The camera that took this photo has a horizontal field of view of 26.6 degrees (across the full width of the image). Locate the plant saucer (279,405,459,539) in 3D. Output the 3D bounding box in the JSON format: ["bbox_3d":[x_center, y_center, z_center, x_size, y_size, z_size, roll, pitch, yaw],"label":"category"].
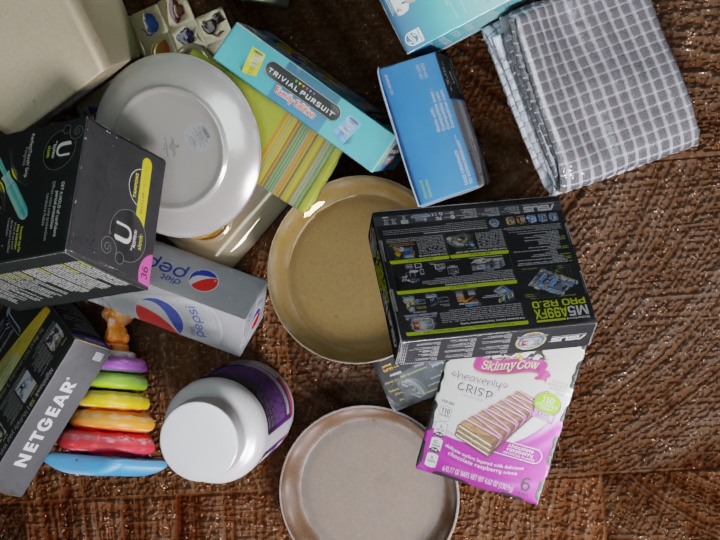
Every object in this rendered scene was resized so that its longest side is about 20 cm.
[{"bbox_3d":[0.011,0.245,1.680,0.200,0.032,0.200,1,96,11],"label":"plant saucer"}]

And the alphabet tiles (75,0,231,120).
[{"bbox_3d":[-0.223,-0.207,1.693,0.200,0.006,0.166,-23,91,12],"label":"alphabet tiles"}]

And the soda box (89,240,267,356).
[{"bbox_3d":[-0.207,0.020,1.669,0.200,0.068,0.063,20,136,7],"label":"soda box"}]

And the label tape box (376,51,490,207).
[{"bbox_3d":[0.075,-0.143,1.547,0.066,0.200,0.143,-18,92,9],"label":"label tape box"}]

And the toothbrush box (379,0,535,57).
[{"bbox_3d":[0.126,-0.298,1.552,0.200,0.146,0.085,-28,90,10],"label":"toothbrush box"}]

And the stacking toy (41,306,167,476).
[{"bbox_3d":[-0.276,0.127,1.695,0.116,0.110,0.200,0,83,27],"label":"stacking toy"}]

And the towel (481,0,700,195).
[{"bbox_3d":[0.237,-0.194,1.552,0.166,0.086,0.200,-21,90,-9],"label":"towel"}]

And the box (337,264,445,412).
[{"bbox_3d":[0.098,0.042,1.637,0.200,0.050,0.158,-23,91,11],"label":"box"}]

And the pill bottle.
[{"bbox_3d":[-0.144,0.162,1.614,0.111,0.200,0.111,1,95,10],"label":"pill bottle"}]

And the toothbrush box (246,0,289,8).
[{"bbox_3d":[-0.179,-0.337,1.603,0.200,0.146,0.086,10,97,10],"label":"toothbrush box"}]

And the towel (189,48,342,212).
[{"bbox_3d":[-0.117,-0.149,1.625,0.200,0.018,0.086,33,96,9],"label":"towel"}]

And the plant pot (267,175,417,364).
[{"bbox_3d":[0.000,0.000,1.612,0.200,0.027,0.200,-2,82,16],"label":"plant pot"}]

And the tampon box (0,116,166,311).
[{"bbox_3d":[-0.323,-0.055,1.588,0.200,0.126,0.150,-8,67,34],"label":"tampon box"}]

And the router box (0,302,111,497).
[{"bbox_3d":[-0.372,0.122,1.682,0.200,0.052,0.157,-57,43,11],"label":"router box"}]

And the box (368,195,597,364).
[{"bbox_3d":[0.119,0.008,1.524,0.200,0.044,0.160,-6,57,-10],"label":"box"}]

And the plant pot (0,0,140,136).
[{"bbox_3d":[-0.351,-0.255,1.623,0.200,0.200,0.177,-34,98,13],"label":"plant pot"}]

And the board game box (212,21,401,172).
[{"bbox_3d":[-0.043,-0.179,1.590,0.200,0.151,0.047,36,100,5],"label":"board game box"}]

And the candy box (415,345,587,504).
[{"bbox_3d":[0.149,0.127,1.582,0.136,0.061,0.200,16,102,5],"label":"candy box"}]

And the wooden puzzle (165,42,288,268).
[{"bbox_3d":[-0.173,-0.118,1.666,0.200,0.046,0.185,42,101,1],"label":"wooden puzzle"}]

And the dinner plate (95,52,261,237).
[{"bbox_3d":[-0.201,-0.131,1.626,0.200,0.024,0.200,5,105,18],"label":"dinner plate"}]
